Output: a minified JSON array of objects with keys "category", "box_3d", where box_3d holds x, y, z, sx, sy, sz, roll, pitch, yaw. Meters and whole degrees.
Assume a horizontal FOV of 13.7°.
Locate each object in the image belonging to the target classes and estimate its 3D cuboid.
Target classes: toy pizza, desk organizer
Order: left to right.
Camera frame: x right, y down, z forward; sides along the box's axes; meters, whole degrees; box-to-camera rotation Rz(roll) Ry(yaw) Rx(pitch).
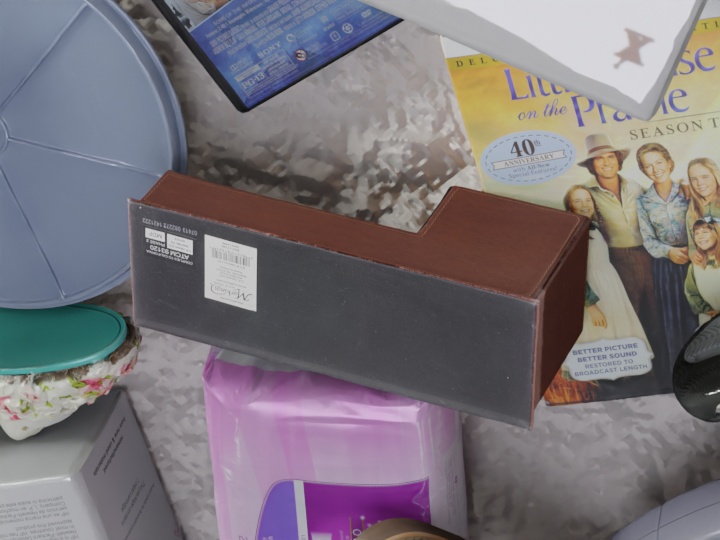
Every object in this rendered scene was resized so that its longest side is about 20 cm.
[{"category":"toy pizza","box_3d":[-0.175,-0.072,1.428,0.199,0.032,0.201,8,122,13]},{"category":"desk organizer","box_3d":[0.000,0.000,1.375,0.199,0.077,0.072,14,127,19]}]

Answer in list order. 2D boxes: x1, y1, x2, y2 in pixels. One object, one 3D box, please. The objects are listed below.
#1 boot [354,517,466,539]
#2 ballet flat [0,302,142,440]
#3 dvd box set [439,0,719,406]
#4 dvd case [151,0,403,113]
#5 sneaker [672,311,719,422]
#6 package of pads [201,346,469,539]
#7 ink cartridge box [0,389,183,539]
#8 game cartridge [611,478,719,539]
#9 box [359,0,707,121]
[{"category":"boot","box_3d":[0.087,0.172,1.434,0.199,0.075,0.074,12,108,-34]},{"category":"ballet flat","box_3d":[-0.190,0.052,1.489,0.199,0.076,0.064,0,127,26]},{"category":"dvd box set","box_3d":[0.131,-0.035,1.369,0.146,0.029,0.201,-7,119,19]},{"category":"dvd case","box_3d":[-0.057,-0.179,1.340,0.142,0.018,0.200,-28,111,28]},{"category":"sneaker","box_3d":[0.247,0.049,1.344,0.199,0.075,0.116,-23,122,6]},{"category":"package of pads","box_3d":[-0.008,0.118,1.472,0.120,0.076,0.201,4,122,13]},{"category":"ink cartridge box","box_3d":[-0.164,0.173,1.543,0.144,0.085,0.201,-8,117,20]},{"category":"game cartridge","box_3d":[0.221,0.135,1.401,0.200,0.042,0.133,-22,139,38]},{"category":"box","box_3d":[0.070,-0.203,1.186,0.198,0.171,0.201,23,116,1]}]
